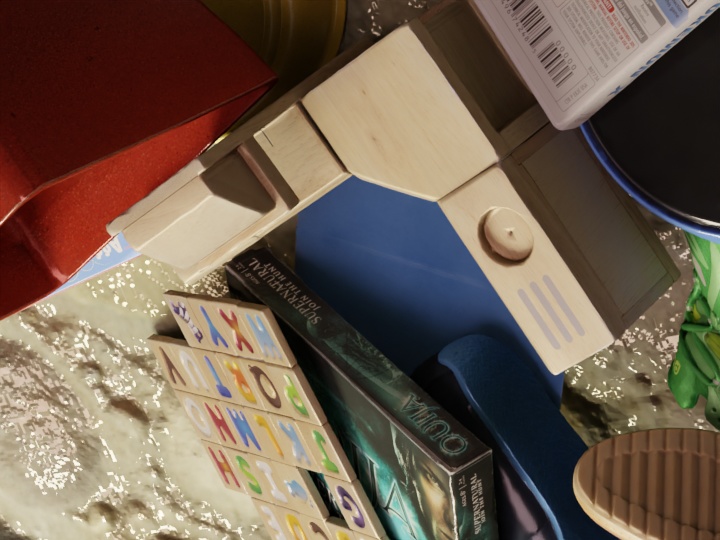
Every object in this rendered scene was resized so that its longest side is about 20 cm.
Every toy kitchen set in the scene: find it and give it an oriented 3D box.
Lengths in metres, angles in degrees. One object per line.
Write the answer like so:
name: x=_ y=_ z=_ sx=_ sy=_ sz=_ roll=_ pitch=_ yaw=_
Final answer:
toy kitchen set: x=0.000 y=0.000 z=1.306 sx=0.200 sy=0.163 sz=0.181 roll=-32 pitch=94 yaw=38

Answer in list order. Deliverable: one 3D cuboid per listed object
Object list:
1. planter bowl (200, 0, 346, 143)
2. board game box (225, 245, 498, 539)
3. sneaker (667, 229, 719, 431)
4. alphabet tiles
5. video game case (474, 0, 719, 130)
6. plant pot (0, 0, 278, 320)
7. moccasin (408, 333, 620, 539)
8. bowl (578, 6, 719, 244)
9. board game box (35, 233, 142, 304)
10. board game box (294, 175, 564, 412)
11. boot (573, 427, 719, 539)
planter bowl: x=-0.114 y=-0.138 z=1.380 sx=0.199 sy=0.083 sz=0.201 roll=11 pitch=121 yaw=20
board game box: x=0.001 y=0.091 z=1.403 sx=0.200 sy=0.028 sz=0.136 roll=41 pitch=149 yaw=41
sneaker: x=0.183 y=0.033 z=1.340 sx=0.083 sy=0.074 sz=0.201 roll=-11 pitch=112 yaw=26
alphabet tiles: x=-0.053 y=0.084 z=1.453 sx=0.168 sy=0.008 sz=0.200 roll=63 pitch=159 yaw=-15
video game case: x=0.101 y=-0.196 z=1.236 sx=0.182 sy=0.022 sz=0.201 roll=-41 pitch=74 yaw=34
plant pot: x=-0.197 y=-0.081 z=1.292 sx=0.200 sy=0.200 sz=0.177 roll=-40 pitch=85 yaw=36
moccasin: x=0.092 y=0.125 z=1.389 sx=0.068 sy=0.080 sz=0.201 roll=-30 pitch=89 yaw=43
bowl: x=0.179 y=-0.107 z=1.240 sx=0.200 sy=0.039 sz=0.202 roll=4 pitch=98 yaw=32
board game box: x=-0.211 y=-0.023 z=1.525 sx=0.199 sy=0.019 sz=0.103 roll=-22 pitch=109 yaw=35
board game box: x=0.044 y=-0.008 z=1.408 sx=0.157 sy=0.039 sz=0.201 roll=17 pitch=121 yaw=23
boot: x=0.198 y=0.155 z=1.363 sx=0.199 sy=0.073 sz=0.167 roll=13 pitch=150 yaw=7
